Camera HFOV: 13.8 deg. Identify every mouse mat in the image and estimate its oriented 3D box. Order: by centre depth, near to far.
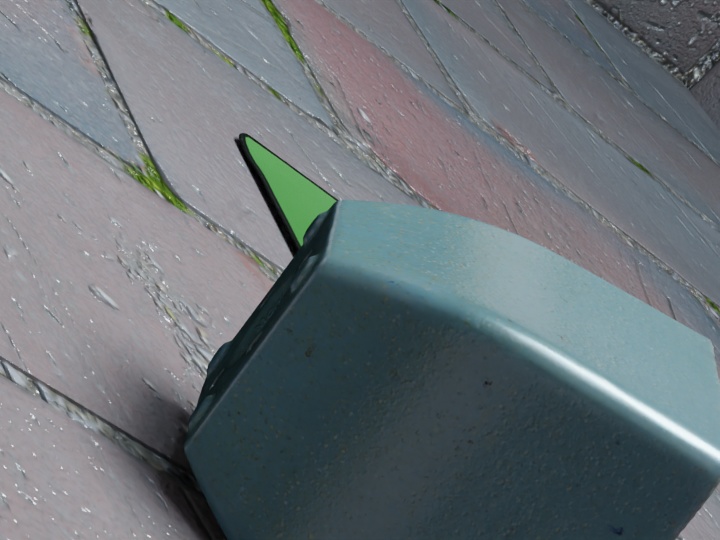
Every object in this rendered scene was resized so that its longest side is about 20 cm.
[{"bbox_3d":[0.000,0.000,1.895,0.161,0.008,0.200,36,15,-36],"label":"mouse mat"}]

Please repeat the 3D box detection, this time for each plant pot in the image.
[{"bbox_3d":[0.032,0.077,1.389,0.200,0.196,0.196,36,15,-6],"label":"plant pot"}]
